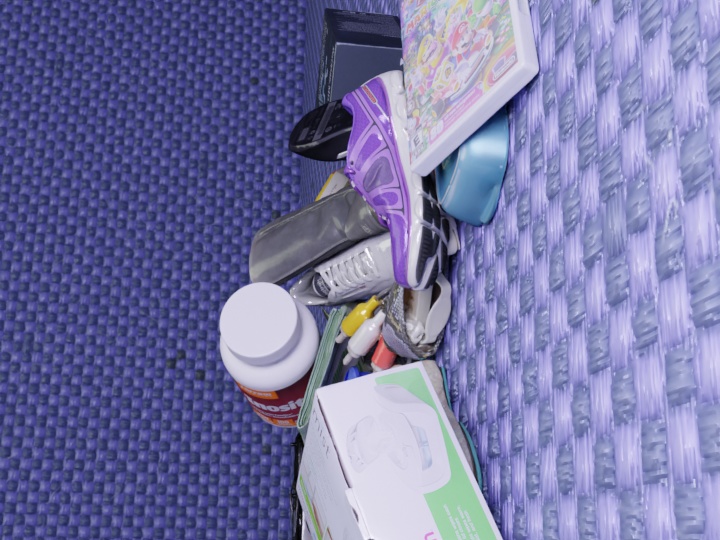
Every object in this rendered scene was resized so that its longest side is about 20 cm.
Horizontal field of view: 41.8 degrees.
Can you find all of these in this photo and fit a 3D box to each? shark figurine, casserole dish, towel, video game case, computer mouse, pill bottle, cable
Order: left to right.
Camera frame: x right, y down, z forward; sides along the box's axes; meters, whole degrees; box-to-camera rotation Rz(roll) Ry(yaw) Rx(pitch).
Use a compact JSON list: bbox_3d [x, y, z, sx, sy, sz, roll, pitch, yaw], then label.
[{"bbox_3d":[-0.095,0.096,1.072,0.201,0.111,0.115,74,-167,-62],"label":"pill bottle"},{"bbox_3d":[-0.030,0.151,1.095,0.201,0.023,0.154,79,-155,-58],"label":"towel"},{"bbox_3d":[0.007,-0.133,0.967,0.046,0.198,0.142,51,-144,-34],"label":"computer mouse"},{"bbox_3d":[0.014,0.057,1.172,0.129,0.089,0.215,54,166,19],"label":"shark figurine"},{"bbox_3d":[0.041,0.027,0.955,0.097,0.050,0.202,45,126,32],"label":"cable"},{"bbox_3d":[0.080,-0.196,0.764,0.143,0.018,0.203,-41,42,46],"label":"video game case"},{"bbox_3d":[0.089,-0.134,0.809,0.122,0.038,0.203,107,165,-59],"label":"casserole dish"}]

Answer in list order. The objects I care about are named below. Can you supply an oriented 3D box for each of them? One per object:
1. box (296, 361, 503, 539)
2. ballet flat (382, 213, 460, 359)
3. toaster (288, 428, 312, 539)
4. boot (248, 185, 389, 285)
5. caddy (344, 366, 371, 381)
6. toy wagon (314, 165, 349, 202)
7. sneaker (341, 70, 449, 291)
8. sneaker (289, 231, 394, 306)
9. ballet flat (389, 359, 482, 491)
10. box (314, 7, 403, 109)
[{"bbox_3d":[0.027,0.205,0.717,0.178,0.095,0.202,103,149,-51],"label":"box"},{"bbox_3d":[0.065,-0.009,0.892,0.072,0.071,0.203,-113,27,-73],"label":"ballet flat"},{"bbox_3d":[-0.034,0.298,1.252,0.200,0.117,0.184,115,158,-70],"label":"toaster"},{"bbox_3d":[-0.027,-0.073,1.056,0.199,0.073,0.183,-30,25,40],"label":"boot"},{"bbox_3d":[0.006,0.205,1.033,0.142,0.103,0.203,-112,27,-70],"label":"caddy"},{"bbox_3d":[-0.019,-0.059,1.298,0.156,0.039,0.200,-59,-20,-12],"label":"toy wagon"},{"bbox_3d":[0.027,-0.075,0.841,0.080,0.082,0.203,31,-134,-62],"label":"sneaker"},{"bbox_3d":[0.000,0.000,1.041,0.199,0.080,0.077,-31,77,51],"label":"sneaker"},{"bbox_3d":[0.058,0.146,0.838,0.200,0.061,0.068,-106,20,-66],"label":"ballet flat"},{"bbox_3d":[0.003,-0.244,1.237,0.201,0.105,0.150,-104,19,-63],"label":"box"}]
